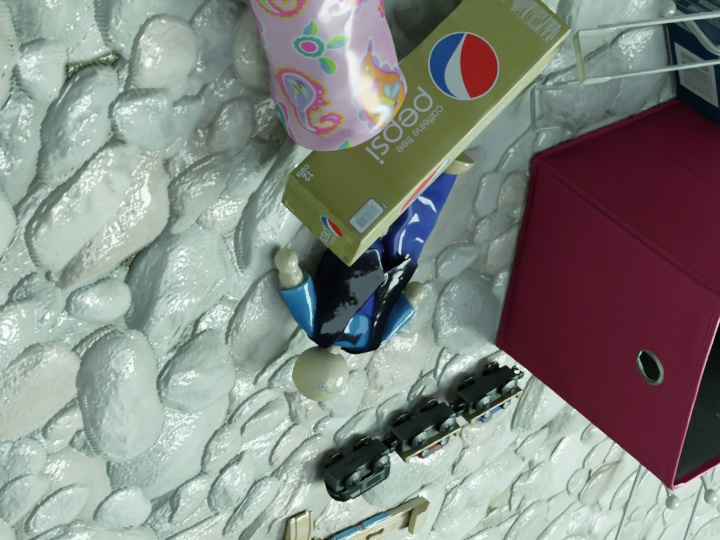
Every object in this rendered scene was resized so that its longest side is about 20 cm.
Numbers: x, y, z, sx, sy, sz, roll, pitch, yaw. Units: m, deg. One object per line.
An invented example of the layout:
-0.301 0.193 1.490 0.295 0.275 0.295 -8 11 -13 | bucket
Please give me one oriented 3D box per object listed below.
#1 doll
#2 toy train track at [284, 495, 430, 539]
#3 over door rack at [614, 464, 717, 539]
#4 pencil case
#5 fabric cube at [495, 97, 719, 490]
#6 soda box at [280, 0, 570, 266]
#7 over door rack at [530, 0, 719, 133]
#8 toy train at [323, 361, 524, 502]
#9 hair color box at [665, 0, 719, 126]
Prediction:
0.000 0.000 1.222 0.136 0.048 0.200 8 114 -39 | doll
-0.015 0.233 1.435 0.200 0.033 0.115 -20 135 -37 | toy train track
0.313 0.229 1.753 0.148 0.067 0.200 1 121 -48 | over door rack
-0.029 -0.161 1.016 0.087 0.087 0.200 -38 143 -17 | pencil case
0.252 0.009 1.380 0.200 0.199 0.196 -24 138 -33 | fabric cube
0.041 -0.099 1.132 0.200 0.064 0.068 -45 176 -14 | soda box
0.215 -0.169 1.224 0.200 0.067 0.148 -20 173 -10 | over door rack
0.053 0.129 1.413 0.200 0.034 0.046 -28 143 -28 | toy train
0.329 -0.211 1.381 0.200 0.061 0.100 -40 143 -14 | hair color box
